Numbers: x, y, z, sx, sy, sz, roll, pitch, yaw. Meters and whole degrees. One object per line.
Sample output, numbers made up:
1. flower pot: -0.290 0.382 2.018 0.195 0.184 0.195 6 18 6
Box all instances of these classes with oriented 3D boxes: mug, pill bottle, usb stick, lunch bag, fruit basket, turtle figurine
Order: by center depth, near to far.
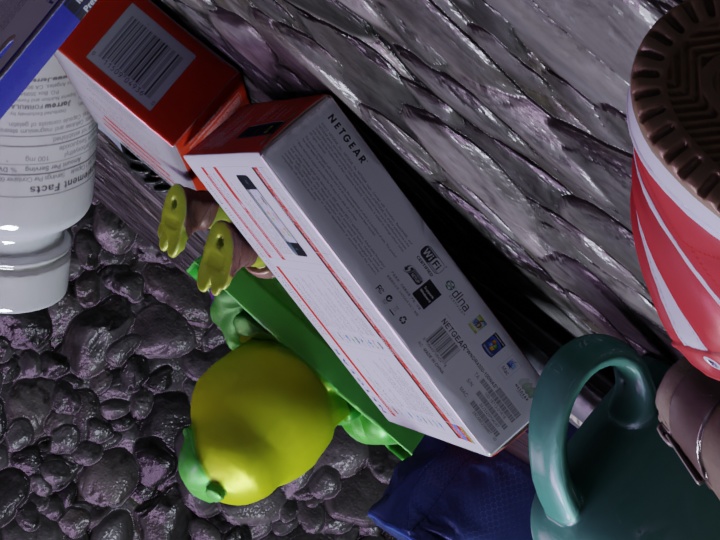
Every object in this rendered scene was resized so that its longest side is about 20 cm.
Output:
1. mug: 0.144 0.123 1.107 0.185 0.115 0.152 40 174 5
2. usb stick: 0.123 0.069 1.247 0.200 0.033 0.055 39 175 20
3. lunch bag: 0.097 0.129 1.367 0.136 0.133 0.200 34 175 -5
4. turtle figurine: -0.030 -0.010 1.385 0.161 0.065 0.200 5 -142 -41
5. pill bottle: -0.230 -0.080 1.521 0.114 0.201 0.114 6 -156 -3
6. fruit basket: -0.044 0.071 1.522 0.215 0.216 0.156 41 174 -4

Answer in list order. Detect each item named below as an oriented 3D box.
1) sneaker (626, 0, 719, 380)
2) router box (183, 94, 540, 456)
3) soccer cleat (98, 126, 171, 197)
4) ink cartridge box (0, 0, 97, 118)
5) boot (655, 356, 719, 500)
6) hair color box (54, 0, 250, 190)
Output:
1. sneaker: 0.143 0.022 0.584 0.200 0.071 0.113 48 172 12
2. router box: 0.000 0.000 1.243 0.200 0.049 0.179 53 169 -13
3. soccer cleat: -0.156 -0.116 1.590 0.200 0.068 0.073 37 -162 2
4. ink cartridge box: -0.219 -0.112 1.296 0.041 0.200 0.200 40 177 -30
5. boot: 0.188 0.101 0.961 0.146 0.070 0.200 45 175 21
6. hair color box: -0.120 -0.104 1.395 0.101 0.061 0.200 40 173 7
